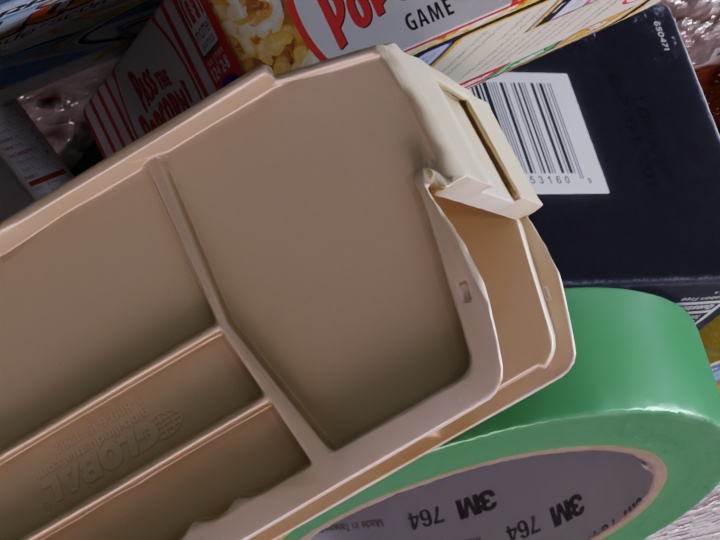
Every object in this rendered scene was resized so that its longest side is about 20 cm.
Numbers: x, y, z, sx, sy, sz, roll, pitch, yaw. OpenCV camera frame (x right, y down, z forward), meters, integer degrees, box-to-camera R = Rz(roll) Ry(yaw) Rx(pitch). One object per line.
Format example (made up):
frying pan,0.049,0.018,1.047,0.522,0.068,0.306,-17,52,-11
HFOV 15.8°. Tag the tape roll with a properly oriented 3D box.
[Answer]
tape roll,0.030,0.072,0.909,0.200,0.048,0.201,-15,157,-6

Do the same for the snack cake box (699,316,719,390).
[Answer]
snack cake box,0.220,0.008,1.183,0.199,0.067,0.115,-21,156,10

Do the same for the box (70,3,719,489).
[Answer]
box,0.000,0.000,0.941,0.199,0.124,0.198,-1,151,-33

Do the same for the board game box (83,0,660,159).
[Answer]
board game box,0.029,-0.083,0.759,0.200,0.046,0.151,-25,177,-21

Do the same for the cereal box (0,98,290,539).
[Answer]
cereal box,-0.128,0.038,0.832,0.144,0.200,0.040,-39,178,24

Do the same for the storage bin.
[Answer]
storage bin,-0.045,0.030,0.684,0.198,0.094,0.200,-30,174,8

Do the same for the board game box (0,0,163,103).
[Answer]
board game box,-0.066,-0.087,0.703,0.200,0.035,0.135,-25,178,-26
